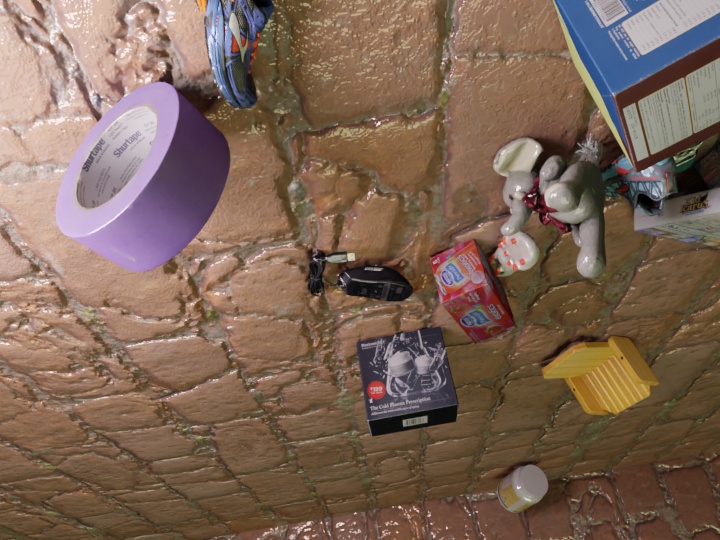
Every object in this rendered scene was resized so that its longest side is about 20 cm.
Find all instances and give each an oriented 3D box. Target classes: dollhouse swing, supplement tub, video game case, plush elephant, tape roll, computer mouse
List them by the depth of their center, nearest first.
[{"bbox_3d":[-0.251,-0.108,0.652,0.197,0.204,0.085,-25,143,21],"label":"tape roll"},{"bbox_3d":[0.271,-0.107,0.837,0.152,0.203,0.165,-9,139,40],"label":"plush elephant"},{"bbox_3d":[0.608,-0.089,0.959,0.195,0.047,0.180,8,169,-23],"label":"video game case"},{"bbox_3d":[0.000,0.000,1.003,0.194,0.047,0.142,4,148,2],"label":"computer mouse"},{"bbox_3d":[0.602,0.284,1.444,0.173,0.184,0.201,-11,151,-35],"label":"dollhouse swing"},{"bbox_3d":[0.660,0.887,2.297,0.142,0.148,0.202,3,143,-18],"label":"supplement tub"}]

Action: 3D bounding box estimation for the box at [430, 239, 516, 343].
[{"bbox_3d":[0.215,0.045,1.065,0.094,0.102,0.200,-23,143,19],"label":"box"}]

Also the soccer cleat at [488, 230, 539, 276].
[{"bbox_3d":[0.277,-0.034,0.970,0.076,0.071,0.200,-21,172,-3],"label":"soccer cleat"}]

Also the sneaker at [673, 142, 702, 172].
[{"bbox_3d":[0.457,-0.192,0.813,0.070,0.081,0.199,-26,142,22],"label":"sneaker"}]

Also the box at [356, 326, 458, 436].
[{"bbox_3d":[0.100,0.243,1.239,0.195,0.186,0.105,-10,145,0],"label":"box"}]

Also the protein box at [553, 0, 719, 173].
[{"bbox_3d":[0.336,-0.257,0.590,0.197,0.202,0.135,-26,142,22],"label":"protein box"}]

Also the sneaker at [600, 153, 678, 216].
[{"bbox_3d":[0.407,-0.122,0.840,0.078,0.098,0.200,-21,174,8],"label":"sneaker"}]

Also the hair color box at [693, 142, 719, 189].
[{"bbox_3d":[0.659,-0.165,0.920,0.195,0.062,0.101,9,141,-23],"label":"hair color box"}]

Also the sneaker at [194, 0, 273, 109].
[{"bbox_3d":[-0.127,-0.257,0.592,0.076,0.077,0.202,-9,146,-7],"label":"sneaker"}]
